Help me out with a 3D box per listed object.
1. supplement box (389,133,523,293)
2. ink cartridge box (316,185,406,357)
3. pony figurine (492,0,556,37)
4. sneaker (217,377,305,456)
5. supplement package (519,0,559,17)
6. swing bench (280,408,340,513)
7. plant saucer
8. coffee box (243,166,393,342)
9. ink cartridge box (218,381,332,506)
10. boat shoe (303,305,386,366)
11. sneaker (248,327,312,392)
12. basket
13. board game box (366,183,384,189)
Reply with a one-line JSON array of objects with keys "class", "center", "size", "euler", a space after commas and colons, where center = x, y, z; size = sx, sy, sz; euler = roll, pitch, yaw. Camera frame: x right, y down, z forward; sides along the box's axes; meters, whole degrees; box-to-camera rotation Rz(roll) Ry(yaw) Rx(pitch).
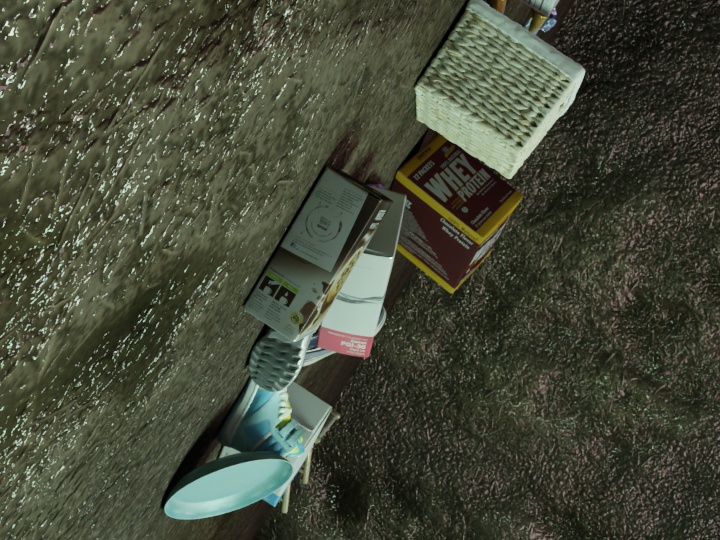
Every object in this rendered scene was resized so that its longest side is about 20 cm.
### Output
[{"class": "supplement box", "center": [0.158, -0.104, 1.760], "size": [0.133, 0.197, 0.200], "euler": [-43, 166, -30]}, {"class": "ink cartridge box", "center": [0.000, 0.000, 1.348], "size": [0.147, 0.083, 0.200], "euler": [-76, 180, -48]}, {"class": "pony figurine", "center": [0.250, -0.372, 1.619], "size": [0.193, 0.167, 0.200], "euler": [-11, 146, -36]}, {"class": "sneaker", "center": [-0.122, 0.215, 1.498], "size": [0.200, 0.130, 0.080], "euler": [-59, 172, 7]}, {"class": "supplement package", "center": [0.264, -0.471, 1.289], "size": [0.156, 0.111, 0.200], "euler": [-57, 174, -8]}, {"class": "swing bench", "center": [-0.158, 0.400, 2.142], "size": [0.200, 0.130, 0.199], "euler": [-65, 172, 11]}, {"class": "plant saucer", "center": [-0.199, 0.319, 1.433], "size": [0.200, 0.027, 0.200], "euler": [-18, 152, -9]}, {"class": "coffee box", "center": [-0.048, -0.021, 1.169], "size": [0.200, 0.080, 0.113], "euler": [-59, 173, 8]}, {"class": "ink cartridge box", "center": [-0.146, 0.279, 1.628], "size": [0.125, 0.128, 0.200], "euler": [-52, 172, -45]}, {"class": "boat shoe", "center": [-0.034, 0.089, 1.616], "size": [0.200, 0.075, 0.093], "euler": [-28, 156, -27]}, {"class": "sneaker", "center": [-0.093, 0.089, 1.362], "size": [0.200, 0.075, 0.082], "euler": [-62, 171, 25]}, {"class": "basket", "center": [0.202, -0.262, 1.423], "size": [0.161, 0.200, 0.198], "euler": [-56, 173, -3]}, {"class": "board game box", "center": [0.027, -0.070, 1.532], "size": [0.200, 0.032, 0.120], "euler": [2, 87, -83]}]
